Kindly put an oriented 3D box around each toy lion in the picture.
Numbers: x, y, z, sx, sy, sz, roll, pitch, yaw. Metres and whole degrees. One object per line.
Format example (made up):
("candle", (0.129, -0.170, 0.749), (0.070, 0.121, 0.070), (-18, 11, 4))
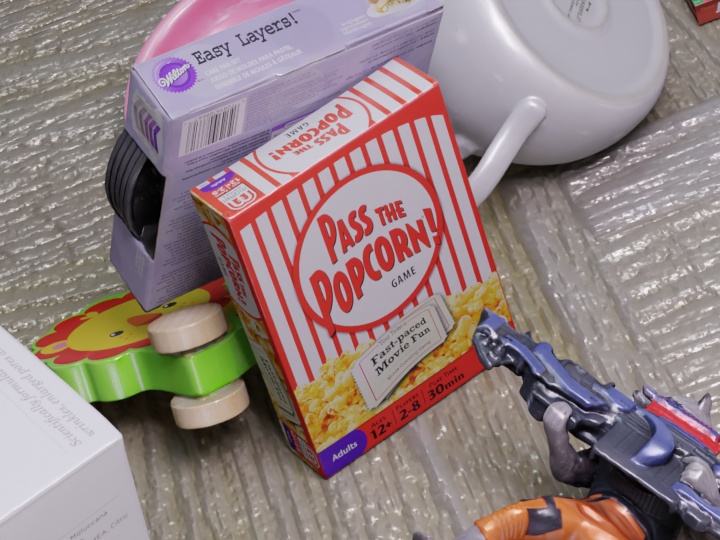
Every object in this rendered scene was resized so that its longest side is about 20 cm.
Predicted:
("toy lion", (-0.101, 0.033, 1.680), (0.199, 0.069, 0.191), (-26, 18, -31))

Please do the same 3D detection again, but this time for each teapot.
("teapot", (0.094, -0.141, 1.755), (0.199, 0.198, 0.146), (-12, -19, -46))

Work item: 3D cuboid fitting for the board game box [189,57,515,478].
("board game box", (0.000, 0.000, 1.571), (0.151, 0.201, 0.046), (-34, 38, -18))

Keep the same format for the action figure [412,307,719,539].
("action figure", (0.113, 0.121, 1.452), (0.193, 0.105, 0.200), (-35, 64, -28))

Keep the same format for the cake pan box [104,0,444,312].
("cake pan box", (-0.054, -0.076, 1.585), (0.199, 0.185, 0.052), (-26, 60, -25))

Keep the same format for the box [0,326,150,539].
("box", (-0.247, 0.135, 1.450), (0.199, 0.131, 0.199), (-34, 48, -23))

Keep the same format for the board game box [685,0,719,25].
("board game box", (0.313, -0.236, 1.877), (0.199, 0.020, 0.103), (-20, 35, 1))

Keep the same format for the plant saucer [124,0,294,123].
("plant saucer", (-0.065, -0.128, 1.855), (0.199, 0.051, 0.202), (-15, 53, 20))
